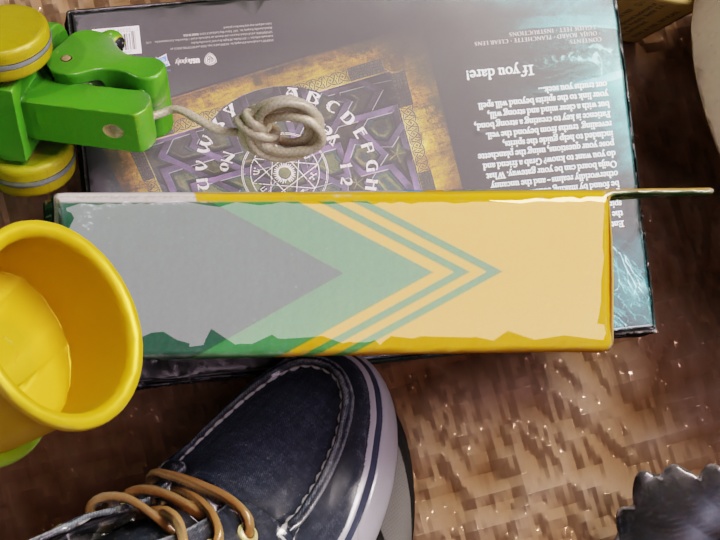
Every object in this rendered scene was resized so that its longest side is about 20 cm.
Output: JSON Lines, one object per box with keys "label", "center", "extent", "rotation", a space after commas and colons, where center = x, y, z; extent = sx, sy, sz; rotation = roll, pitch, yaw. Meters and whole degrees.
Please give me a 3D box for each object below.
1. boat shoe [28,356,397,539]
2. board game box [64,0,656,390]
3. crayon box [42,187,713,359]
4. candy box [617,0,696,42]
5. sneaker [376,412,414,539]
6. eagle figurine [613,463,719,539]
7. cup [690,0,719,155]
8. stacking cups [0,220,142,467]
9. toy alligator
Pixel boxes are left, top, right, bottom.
{"label": "boat shoe", "center": [-0.058, 0.090, 0.731], "extent": [0.071, 0.091, 0.201], "rotation": [19, 63, 30]}
{"label": "board game box", "center": [0.000, -0.033, 0.831], "extent": [0.199, 0.028, 0.136], "rotation": [-5, 86, -10]}
{"label": "crayon box", "center": [0.000, 0.000, 0.747], "extent": [0.199, 0.126, 0.052], "rotation": [-1, 91, -9]}
{"label": "candy box", "center": [0.032, -0.162, 0.884], "extent": [0.199, 0.056, 0.117], "rotation": [7, 77, -23]}
{"label": "sneaker", "center": [-0.016, 0.132, 0.791], "extent": [0.074, 0.079, 0.201], "rotation": [18, 72, -16]}
{"label": "eagle figurine", "center": [0.209, 0.132, 0.875], "extent": [0.200, 0.151, 0.152], "rotation": [44, 19, 23]}
{"label": "cup", "center": [0.242, -0.068, 0.860], "extent": [0.200, 0.143, 0.201], "rotation": [29, 45, -33]}
{"label": "stacking cups", "center": [-0.150, 0.044, 0.689], "extent": [0.060, 0.200, 0.061], "rotation": [23, 57, -40]}
{"label": "toy alligator", "center": [-0.105, -0.063, 0.783], "extent": [0.199, 0.059, 0.054], "rotation": [3, 40, 10]}
